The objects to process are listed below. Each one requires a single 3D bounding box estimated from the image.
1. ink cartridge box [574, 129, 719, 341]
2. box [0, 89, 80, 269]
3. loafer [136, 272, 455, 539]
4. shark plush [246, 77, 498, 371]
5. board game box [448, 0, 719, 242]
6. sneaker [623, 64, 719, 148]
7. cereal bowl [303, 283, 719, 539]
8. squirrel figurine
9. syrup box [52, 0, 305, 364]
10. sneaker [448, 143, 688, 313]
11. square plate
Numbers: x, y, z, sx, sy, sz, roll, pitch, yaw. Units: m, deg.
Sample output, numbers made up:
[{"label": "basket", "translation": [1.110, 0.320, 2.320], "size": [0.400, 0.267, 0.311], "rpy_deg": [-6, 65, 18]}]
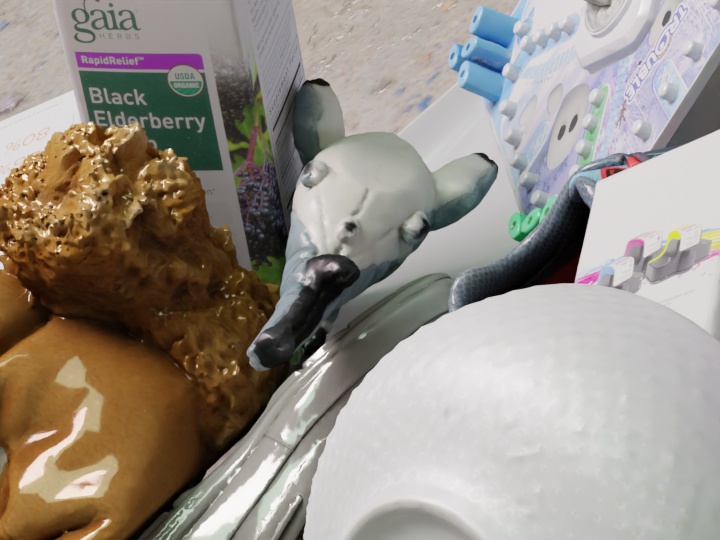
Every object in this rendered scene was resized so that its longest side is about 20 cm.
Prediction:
[{"label": "ink cartridge box", "translation": [0.132, 0.031, 0.995], "size": [0.068, 0.115, 0.200], "rpy_deg": [-23, 29, 29]}, {"label": "box", "translation": [-0.149, 0.013, 1.340], "size": [0.152, 0.106, 0.200], "rpy_deg": [-20, 30, 24]}, {"label": "loafer", "translation": [-0.019, 0.086, 1.122], "size": [0.200, 0.070, 0.070], "rpy_deg": [-48, -10, -7]}, {"label": "shark plush", "translation": [0.000, 0.000, 1.144], "size": [0.200, 0.091, 0.083], "rpy_deg": [-85, 16, -64]}, {"label": "board game box", "translation": [0.106, -0.119, 1.183], "size": [0.200, 0.026, 0.200], "rpy_deg": [-58, 22, 24]}, {"label": "sneaker", "translation": [0.198, -0.075, 1.153], "size": [0.200, 0.075, 0.088], "rpy_deg": [-37, 39, -8]}, {"label": "cereal bowl", "translation": [0.050, 0.106, 0.866], "size": [0.083, 0.200, 0.200], "rpy_deg": [-11, 7, -42]}, {"label": "squirrel figurine", "translation": [-0.138, 0.025, 1.146], "size": [0.200, 0.187, 0.142], "rpy_deg": [-46, -5, 3]}, {"label": "syrup box", "translation": [-0.068, -0.062, 1.196], "size": [0.079, 0.200, 0.081], "rpy_deg": [1, 38, 14]}, {"label": "sneaker", "translation": [0.121, -0.009, 1.081], "size": [0.200, 0.096, 0.079], "rpy_deg": [-35, 50, 5]}, {"label": "square plate", "translation": [0.052, -0.019, 1.258], "size": [0.200, 0.028, 0.198], "rpy_deg": [-43, 29, -16]}]
